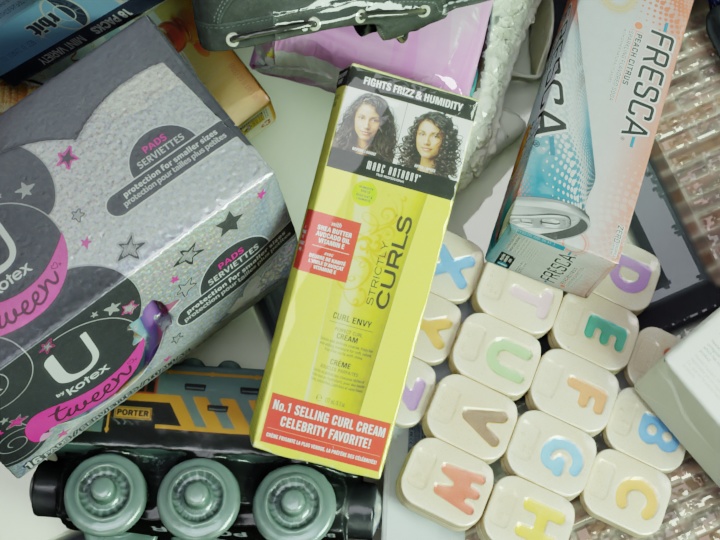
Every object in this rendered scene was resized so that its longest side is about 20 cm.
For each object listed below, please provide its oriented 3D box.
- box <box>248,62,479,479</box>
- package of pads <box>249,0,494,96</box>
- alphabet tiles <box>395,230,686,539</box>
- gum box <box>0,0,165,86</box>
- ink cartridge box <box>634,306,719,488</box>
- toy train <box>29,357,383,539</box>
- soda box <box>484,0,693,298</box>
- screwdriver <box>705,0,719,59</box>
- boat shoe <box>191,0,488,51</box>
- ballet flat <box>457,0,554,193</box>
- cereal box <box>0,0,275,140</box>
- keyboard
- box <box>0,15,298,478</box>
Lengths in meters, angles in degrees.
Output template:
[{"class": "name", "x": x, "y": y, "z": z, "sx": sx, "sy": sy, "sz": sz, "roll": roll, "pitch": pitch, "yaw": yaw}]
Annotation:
[{"class": "box", "x": 0.000, "y": 0.000, "z": 0.820, "sx": 0.074, "sy": 0.050, "sz": 0.202, "roll": 16, "pitch": 92, "yaw": -6}, {"class": "package of pads", "x": 0.021, "y": -0.189, "z": 0.885, "sx": 0.119, "sy": 0.076, "sz": 0.202, "roll": 18, "pitch": 76, "yaw": -13}, {"class": "alphabet tiles", "x": 0.097, "y": 0.059, "z": 0.884, "sx": 0.194, "sy": 0.015, "sz": 0.202, "roll": 25, "pitch": 66, "yaw": -2}, {"class": "gum box", "x": -0.144, "y": -0.222, "z": 0.900, "sx": 0.044, "sy": 0.169, "sz": 0.202, "roll": 31, "pitch": 59, "yaw": -33}, {"class": "ink cartridge box", "x": 0.266, "y": 0.040, "z": 0.871, "sx": 0.199, "sy": 0.068, "sz": 0.115, "roll": -37, "pitch": 79, "yaw": -15}, {"class": "toy train", "x": -0.084, "y": 0.103, "z": 0.881, "sx": 0.197, "sy": 0.085, "sz": 0.115, "roll": 3, "pitch": 67, "yaw": 4}, {"class": "soda box", "x": 0.135, "y": -0.092, "z": 0.904, "sx": 0.068, "sy": 0.064, "sz": 0.202, "roll": 20, "pitch": 68, "yaw": -1}, {"class": "screwdriver", "x": 0.209, "y": -0.196, "z": 0.964, "sx": 0.029, "sy": 0.028, "sz": 0.202, "roll": -7, "pitch": 72, "yaw": -30}, {"class": "boat shoe", "x": 0.005, "y": -0.147, "z": 0.808, "sx": 0.198, "sy": 0.069, "sz": 0.057, "roll": -6, "pitch": 116, "yaw": -21}, {"class": "ballet flat", "x": 0.078, "y": -0.116, "z": 0.935, "sx": 0.071, "sy": 0.072, "sz": 0.202, "roll": 17, "pitch": 80, "yaw": 8}, {"class": "cereal box", "x": -0.170, "y": -0.090, "z": 0.952, "sx": 0.199, "sy": 0.040, "sz": 0.144, "roll": -39, "pitch": 77, "yaw": -7}, {"class": "keyboard", "x": 0.037, "y": 0.099, "z": 0.887, "sx": 0.056, "sy": 0.011, "sz": 0.203, "roll": 13, "pitch": 70, "yaw": -30}, {"class": "box", "x": -0.148, "y": -0.012, "z": 0.836, "sx": 0.199, "sy": 0.115, "sz": 0.132, "roll": -36, "pitch": 65, "yaw": -9}]
